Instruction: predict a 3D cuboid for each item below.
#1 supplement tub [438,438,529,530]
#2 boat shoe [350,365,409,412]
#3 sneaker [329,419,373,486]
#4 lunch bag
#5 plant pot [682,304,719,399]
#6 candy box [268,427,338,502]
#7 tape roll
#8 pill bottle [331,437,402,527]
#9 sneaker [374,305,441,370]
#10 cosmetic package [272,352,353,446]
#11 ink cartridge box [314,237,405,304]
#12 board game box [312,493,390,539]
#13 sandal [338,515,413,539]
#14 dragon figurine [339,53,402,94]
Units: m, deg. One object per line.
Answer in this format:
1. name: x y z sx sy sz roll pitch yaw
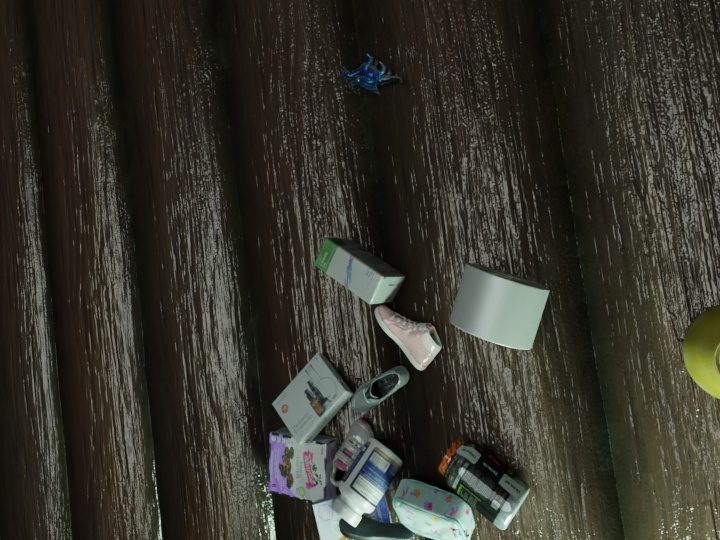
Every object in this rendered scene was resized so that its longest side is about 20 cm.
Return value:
1. supplement tub: 0.290 0.501 1.412 0.198 0.122 0.124 34 105 24
2. boat shoe: 0.040 0.317 1.582 0.199 0.071 0.071 -38 72 23
3. sneaker: -0.025 0.503 1.606 0.080 0.088 0.205 21 99 27
4. lunch bag: 0.183 0.605 1.462 0.196 0.077 0.163 10 134 31
5. plant pot: 0.737 0.167 1.154 0.196 0.141 0.206 0 89 29
6. candy box: -0.164 0.553 1.693 0.196 0.071 0.173 1 90 29
7. tape roll: 0.316 0.079 1.358 0.199 0.201 0.143 19 98 27
8. pill bottle: 0.013 0.545 1.528 0.110 0.111 0.202 30 74 25
9. sneaker: 0.130 0.148 1.531 0.105 0.075 0.201 -46 77 25
10. cosmetic package: -0.135 0.358 1.653 0.201 0.052 0.151 -48 55 5
11. ink cartridge box: 0.000 0.000 1.566 0.198 0.144 0.085 34 106 24
12. board game box: -0.010 0.695 1.581 0.195 0.041 0.205 -17 81 3
13. sandal: 0.038 0.679 1.525 0.195 0.076 0.044 9 109 6
14. dragon figurine: 0.033 -0.513 1.603 0.199 0.058 0.101 39 107 24
